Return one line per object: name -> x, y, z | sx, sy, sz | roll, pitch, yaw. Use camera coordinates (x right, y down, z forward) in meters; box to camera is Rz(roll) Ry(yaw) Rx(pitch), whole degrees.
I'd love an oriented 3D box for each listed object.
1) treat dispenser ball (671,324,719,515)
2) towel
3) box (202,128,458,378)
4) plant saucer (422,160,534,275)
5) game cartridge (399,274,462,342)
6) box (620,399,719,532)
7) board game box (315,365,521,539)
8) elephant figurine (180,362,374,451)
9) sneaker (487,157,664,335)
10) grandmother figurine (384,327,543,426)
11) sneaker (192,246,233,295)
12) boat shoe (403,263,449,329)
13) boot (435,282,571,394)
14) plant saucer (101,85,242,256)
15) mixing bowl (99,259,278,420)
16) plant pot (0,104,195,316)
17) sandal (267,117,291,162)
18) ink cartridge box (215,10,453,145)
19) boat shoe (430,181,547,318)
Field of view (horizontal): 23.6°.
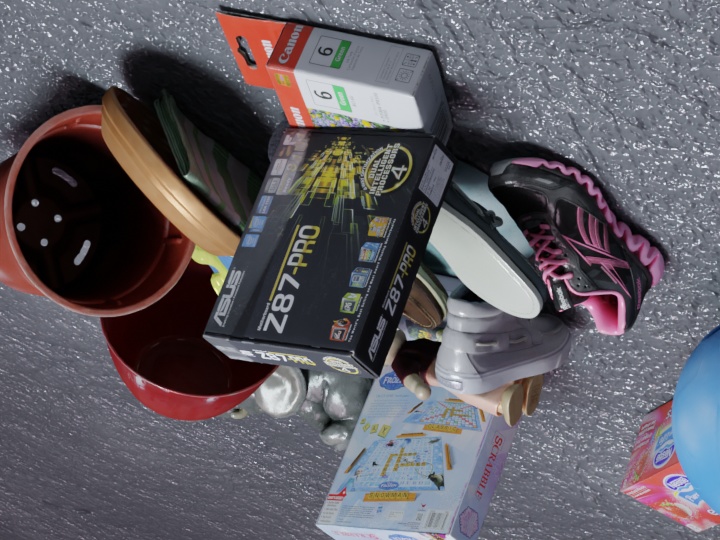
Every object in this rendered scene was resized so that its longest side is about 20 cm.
treat dispenser ball -> 0.365, 0.128, 1.466 | 0.199, 0.202, 0.201 | 19, 155, 9
towel -> -0.111, -0.071, 1.602 | 0.200, 0.023, 0.153 | 44, -168, -37
box -> -0.024, -0.018, 1.402 | 0.160, 0.201, 0.049 | 5, 156, 39
plant saucer -> 0.064, -0.043, 1.588 | 0.199, 0.039, 0.201 | 19, 155, 9
game cartridge -> 0.106, 0.070, 1.784 | 0.132, 0.041, 0.200 | 16, 155, 26
box -> 0.351, 0.181, 1.712 | 0.099, 0.096, 0.200 | 27, 155, -7
board game box -> 0.066, 0.186, 1.770 | 0.199, 0.201, 0.041 | -4, 145, 47
elephant figurine -> -0.088, 0.117, 1.915 | 0.198, 0.157, 0.141 | 18, 171, -9
sneaker -> 0.178, -0.017, 1.473 | 0.200, 0.096, 0.079 | 38, 154, -25
grandmother figurine -> 0.080, 0.093, 1.703 | 0.199, 0.061, 0.121 | 19, -166, 28
sneaker -> -0.100, 0.005, 1.737 | 0.200, 0.076, 0.105 | 44, 150, 3
boat shoe -> -0.003, 0.000, 1.595 | 0.202, 0.075, 0.075 | 41, 158, -22
boot -> 0.143, 0.046, 1.620 | 0.073, 0.096, 0.199 | 17, -159, 31
plant saucer -> -0.171, -0.084, 1.582 | 0.200, 0.037, 0.200 | 48, -175, -5
mixing bowl -> -0.179, 0.082, 1.810 | 0.199, 0.201, 0.109 | 22, 138, 3
plant pot -> -0.291, -0.053, 1.721 | 0.200, 0.202, 0.195 | 35, 161, -24
sandal -> -0.018, -0.061, 1.491 | 0.076, 0.201, 0.043 | -42, 139, 21
ink cartridge box -> -0.029, -0.151, 1.438 | 0.198, 0.051, 0.109 | 14, 155, 20
boat shoe -> 0.092, -0.042, 1.457 | 0.200, 0.062, 0.073 | 42, 150, 21
